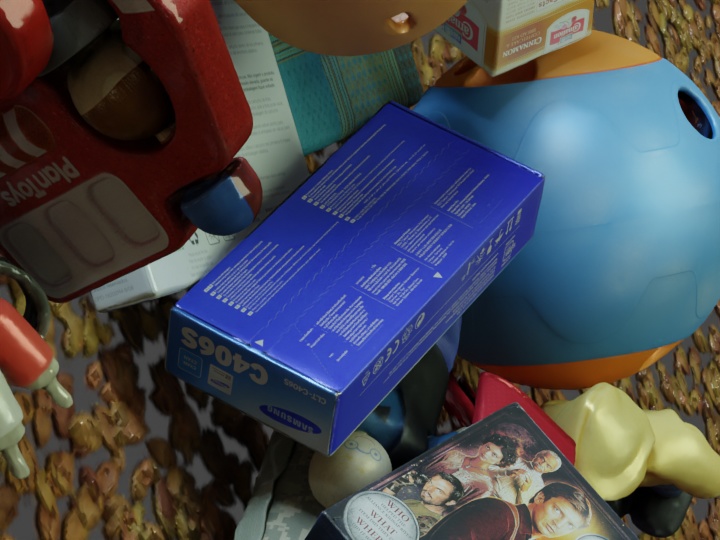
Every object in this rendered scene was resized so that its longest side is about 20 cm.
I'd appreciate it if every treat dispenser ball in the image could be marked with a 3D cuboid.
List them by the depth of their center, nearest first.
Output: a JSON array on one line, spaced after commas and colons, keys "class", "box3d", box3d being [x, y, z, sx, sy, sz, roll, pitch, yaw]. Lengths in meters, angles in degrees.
[{"class": "treat dispenser ball", "box3d": [0.112, -0.035, 1.659, 0.201, 0.200, 0.201, 38, 45, -52]}]

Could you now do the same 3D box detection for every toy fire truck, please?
[{"class": "toy fire truck", "box3d": [-0.119, -0.074, 1.210, 0.168, 0.200, 0.112, 49, 51, -15]}]

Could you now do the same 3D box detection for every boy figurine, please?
[{"class": "boy figurine", "box3d": [0.146, 0.104, 1.633, 0.200, 0.124, 0.065, 41, 64, -76]}]

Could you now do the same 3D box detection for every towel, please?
[{"class": "towel", "box3d": [-0.027, -0.144, 1.641, 0.200, 0.022, 0.147, -29, 104, -65]}]

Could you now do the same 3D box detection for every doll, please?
[{"class": "doll", "box3d": [0.003, 0.046, 1.460, 0.136, 0.048, 0.200, 27, 39, -12]}]

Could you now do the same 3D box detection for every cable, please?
[{"class": "cable", "box3d": [-0.180, -0.003, 1.209, 0.097, 0.050, 0.200, -47, 127, -29]}]

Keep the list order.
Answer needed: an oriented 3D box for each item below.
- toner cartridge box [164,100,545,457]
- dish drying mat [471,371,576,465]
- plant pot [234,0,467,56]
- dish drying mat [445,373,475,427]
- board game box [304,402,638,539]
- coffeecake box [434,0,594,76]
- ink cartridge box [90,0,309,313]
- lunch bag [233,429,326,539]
[{"class": "toner cartridge box", "box3d": [0.000, 0.000, 1.439, 0.200, 0.095, 0.043, -45, 153, -43]}, {"class": "dish drying mat", "box3d": [0.067, 0.147, 1.424, 0.077, 0.018, 0.200, 45, 42, -36]}, {"class": "plant pot", "box3d": [-0.013, -0.197, 1.436, 0.140, 0.199, 0.201, 69, 21, -57]}, {"class": "dish drying mat", "box3d": [0.078, 0.107, 1.598, 0.077, 0.018, 0.200, 61, -2, -16]}, {"class": "board game box", "box3d": [0.085, 0.165, 1.353, 0.135, 0.035, 0.200, -27, 68, -41]}, {"class": "coffeecake box", "box3d": [0.056, -0.229, 1.560, 0.073, 0.153, 0.200, -24, 137, -29]}, {"class": "ink cartridge box", "box3d": [-0.096, -0.090, 1.451, 0.200, 0.041, 0.201, -15, 90, -65]}, {"class": "lunch bag", "box3d": [0.007, 0.177, 1.447, 0.200, 0.117, 0.164, 56, 30, -24]}]
